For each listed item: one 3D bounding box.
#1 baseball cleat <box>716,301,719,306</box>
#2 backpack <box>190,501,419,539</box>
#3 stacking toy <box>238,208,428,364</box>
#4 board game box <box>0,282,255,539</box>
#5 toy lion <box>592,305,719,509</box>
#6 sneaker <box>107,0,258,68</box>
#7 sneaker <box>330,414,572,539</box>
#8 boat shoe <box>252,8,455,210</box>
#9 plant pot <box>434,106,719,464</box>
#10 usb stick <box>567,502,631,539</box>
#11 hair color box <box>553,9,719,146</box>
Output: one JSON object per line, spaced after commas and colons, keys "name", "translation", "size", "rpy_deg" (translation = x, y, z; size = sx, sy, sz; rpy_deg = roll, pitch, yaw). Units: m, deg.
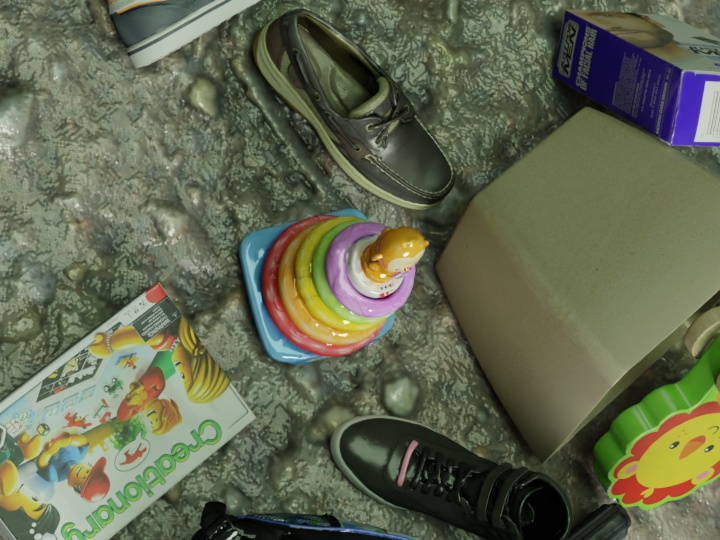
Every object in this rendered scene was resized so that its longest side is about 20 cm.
{"name": "baseball cleat", "translation": [0.334, 0.016, 1.563], "size": [0.201, 0.069, 0.107], "rpy_deg": [59, 40, -21]}
{"name": "backpack", "translation": [-0.029, 0.267, 1.323], "size": [0.198, 0.147, 0.184], "rpy_deg": [5, 77, -12]}
{"name": "stacking toy", "translation": [0.000, 0.000, 1.354], "size": [0.115, 0.200, 0.111], "rpy_deg": [-14, 86, -25]}
{"name": "board game box", "translation": [-0.189, 0.118, 1.345], "size": [0.200, 0.035, 0.127], "rpy_deg": [-39, 97, -23]}
{"name": "toy lion", "translation": [0.286, 0.119, 1.476], "size": [0.199, 0.192, 0.069], "rpy_deg": [4, 42, -37]}
{"name": "sneaker", "translation": [-0.104, -0.234, 1.417], "size": [0.199, 0.078, 0.080], "rpy_deg": [-32, 99, -22]}
{"name": "sneaker", "translation": [0.078, 0.160, 1.414], "size": [0.199, 0.099, 0.071], "rpy_deg": [27, 74, -15]}
{"name": "boat shoe", "translation": [0.001, -0.124, 1.449], "size": [0.200, 0.065, 0.073], "rpy_deg": [40, 67, -13]}
{"name": "plant pot", "translation": [0.175, -0.003, 1.438], "size": [0.200, 0.200, 0.177], "rpy_deg": [-38, 79, -23]}
{"name": "usb stick", "translation": [0.132, 0.249, 1.446], "size": [0.199, 0.056, 0.033], "rpy_deg": [-34, 78, -24]}
{"name": "hair color box", "translation": [0.249, -0.156, 1.485], "size": [0.109, 0.200, 0.065], "rpy_deg": [0, 109, -23]}
